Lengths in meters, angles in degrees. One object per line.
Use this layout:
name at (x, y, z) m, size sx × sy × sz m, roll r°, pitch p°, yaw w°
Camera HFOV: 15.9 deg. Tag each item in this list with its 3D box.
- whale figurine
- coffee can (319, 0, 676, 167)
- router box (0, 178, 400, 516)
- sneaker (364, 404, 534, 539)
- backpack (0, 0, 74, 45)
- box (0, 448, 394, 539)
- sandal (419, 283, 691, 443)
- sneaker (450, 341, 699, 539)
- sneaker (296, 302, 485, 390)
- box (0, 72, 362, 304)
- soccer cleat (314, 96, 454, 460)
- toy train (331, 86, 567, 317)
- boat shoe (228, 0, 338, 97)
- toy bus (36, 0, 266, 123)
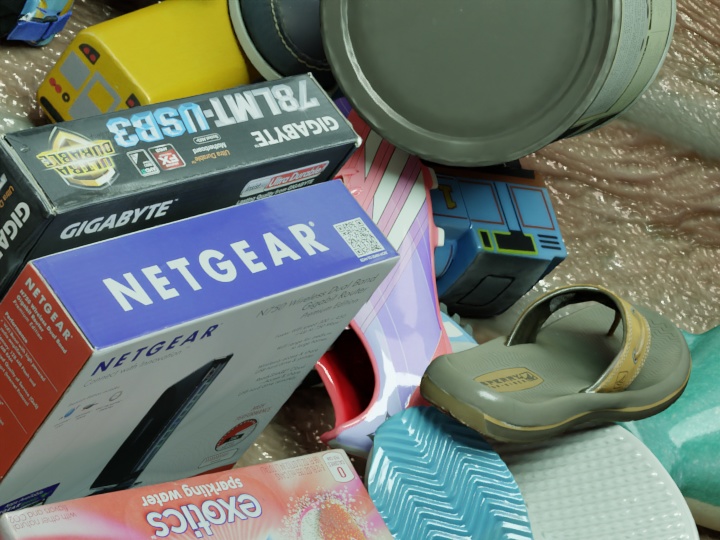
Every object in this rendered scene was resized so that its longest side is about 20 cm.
whale figurine at (0.204, 0.085, 1.421) m, size 0.199 × 0.104 × 0.160 m, roll -3°, pitch 54°, yaw -43°
coffee can at (0.075, -0.132, 1.301) m, size 0.146 × 0.146 × 0.200 m, roll 45°, pitch 15°, yaw 7°
router box at (-0.101, 0.051, 1.119) m, size 0.199 × 0.180 × 0.049 m, roll -18°, pitch 63°, yaw -49°
sneaker at (0.057, 0.157, 1.200) m, size 0.076 × 0.081 × 0.201 m, roll -26°, pitch 93°, yaw -8°
backpack at (-0.174, -0.245, 1.346) m, size 0.134 × 0.200 × 0.183 m, roll 20°, pitch 39°, yaw -22°
box at (-0.076, 0.155, 1.103) m, size 0.199 × 0.095 × 0.103 m, roll -6°, pitch 56°, yaw -45°
sandal at (0.099, 0.035, 1.233) m, size 0.081 × 0.055 × 0.199 m, roll 27°, pitch 21°, yaw 33°
sneaker at (0.108, 0.121, 1.271) m, size 0.200 × 0.072 × 0.115 m, roll 44°, pitch -14°, yaw 44°
sneaker at (-0.020, 0.038, 1.312) m, size 0.199 × 0.072 × 0.073 m, roll 18°, pitch 67°, yaw -33°
box at (-0.120, 0.006, 1.132) m, size 0.199 × 0.199 × 0.050 m, roll -18°, pitch 65°, yaw -50°
soccer cleat at (0.000, 0.000, 1.254) m, size 0.076 × 0.067 × 0.201 m, roll 5°, pitch 61°, yaw -34°
toy train at (0.017, -0.040, 1.404) m, size 0.199 × 0.087 × 0.115 m, roll 7°, pitch 53°, yaw -38°
boat shoe at (-0.022, -0.171, 1.389) m, size 0.075 × 0.062 × 0.201 m, roll 29°, pitch 38°, yaw -19°
toy bus at (-0.087, -0.108, 1.385) m, size 0.065 × 0.078 × 0.200 m, roll 48°, pitch 37°, yaw 11°
